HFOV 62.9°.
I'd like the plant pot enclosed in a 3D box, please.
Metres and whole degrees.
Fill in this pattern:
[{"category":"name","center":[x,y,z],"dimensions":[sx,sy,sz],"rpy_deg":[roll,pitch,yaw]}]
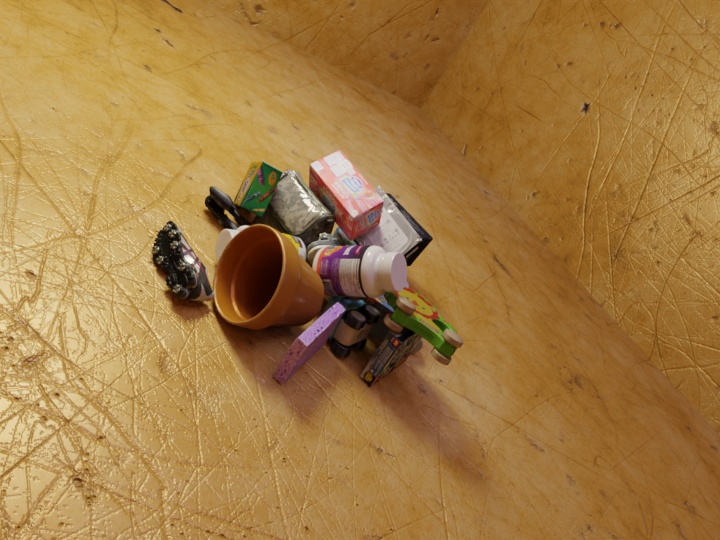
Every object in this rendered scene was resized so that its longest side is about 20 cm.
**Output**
[{"category":"plant pot","center":[-0.174,0.033,1.225],"dimensions":[0.182,0.200,0.202],"rpy_deg":[28,22,-51]}]

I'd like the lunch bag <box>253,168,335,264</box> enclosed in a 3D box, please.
[{"category":"lunch bag","center":[-0.164,-0.138,1.517],"dimensions":[0.138,0.169,0.201],"rpy_deg":[-3,45,-52]}]

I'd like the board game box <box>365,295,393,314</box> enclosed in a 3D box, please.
[{"category":"board game box","center":[0.073,0.076,1.451],"dimensions":[0.198,0.019,0.104],"rpy_deg":[36,25,-37]}]

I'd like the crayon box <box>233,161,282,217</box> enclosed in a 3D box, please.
[{"category":"crayon box","center":[-0.260,-0.206,1.477],"dimensions":[0.057,0.121,0.199],"rpy_deg":[25,0,-20]}]

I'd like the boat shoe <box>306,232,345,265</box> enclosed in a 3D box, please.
[{"category":"boat shoe","center":[-0.088,-0.056,1.439],"dimensions":[0.063,0.072,0.199],"rpy_deg":[59,17,12]}]

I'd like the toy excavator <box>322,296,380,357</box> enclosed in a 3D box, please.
[{"category":"toy excavator","center":[-0.047,0.089,1.395],"dimensions":[0.198,0.102,0.193],"rpy_deg":[38,23,22]}]

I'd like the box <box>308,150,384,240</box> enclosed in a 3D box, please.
[{"category":"box","center":[-0.039,-0.192,1.490],"dimensions":[0.101,0.096,0.201],"rpy_deg":[-29,65,-23]}]

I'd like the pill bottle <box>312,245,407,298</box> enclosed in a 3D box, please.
[{"category":"pill bottle","center":[0.000,0.002,1.301],"dimensions":[0.195,0.115,0.111],"rpy_deg":[1,9,30]}]

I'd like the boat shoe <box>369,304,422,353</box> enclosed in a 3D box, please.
[{"category":"boat shoe","center":[0.077,0.135,1.486],"dimensions":[0.197,0.073,0.066],"rpy_deg":[28,26,-21]}]

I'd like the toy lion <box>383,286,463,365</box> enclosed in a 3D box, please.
[{"category":"toy lion","center":[0.137,0.104,1.320],"dimensions":[0.197,0.070,0.192],"rpy_deg":[35,17,3]}]

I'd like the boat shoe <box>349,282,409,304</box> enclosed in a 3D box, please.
[{"category":"boat shoe","center":[0.043,0.080,1.541],"dimensions":[0.197,0.069,0.072],"rpy_deg":[-24,56,-38]}]

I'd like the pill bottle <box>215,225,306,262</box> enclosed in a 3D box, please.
[{"category":"pill bottle","center":[-0.227,-0.038,1.343],"dimensions":[0.197,0.110,0.110],"rpy_deg":[10,36,-43]}]

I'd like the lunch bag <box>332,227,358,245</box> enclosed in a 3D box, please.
[{"category":"lunch bag","center":[0.001,-0.022,1.633],"dimensions":[0.158,0.083,0.202],"rpy_deg":[12,35,-39]}]

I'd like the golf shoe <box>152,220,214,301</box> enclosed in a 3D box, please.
[{"category":"golf shoe","center":[-0.362,-0.013,1.198],"dimensions":[0.088,0.077,0.202],"rpy_deg":[35,20,-55]}]

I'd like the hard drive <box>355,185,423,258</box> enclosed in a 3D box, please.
[{"category":"hard drive","center":[0.053,-0.103,1.521],"dimensions":[0.202,0.138,0.038],"rpy_deg":[54,2,24]}]

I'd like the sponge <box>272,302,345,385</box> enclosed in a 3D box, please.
[{"category":"sponge","center":[-0.100,0.145,1.202],"dimensions":[0.030,0.113,0.200],"rpy_deg":[36,26,8]}]

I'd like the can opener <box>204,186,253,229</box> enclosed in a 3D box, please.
[{"category":"can opener","center":[-0.305,-0.117,1.438],"dimensions":[0.201,0.063,0.079],"rpy_deg":[48,-1,0]}]

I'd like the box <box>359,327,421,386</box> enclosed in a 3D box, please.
[{"category":"box","center":[0.088,0.177,1.356],"dimensions":[0.040,0.138,0.199],"rpy_deg":[40,26,16]}]

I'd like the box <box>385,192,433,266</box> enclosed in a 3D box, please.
[{"category":"box","center":[0.075,-0.116,1.667],"dimensions":[0.197,0.118,0.198],"rpy_deg":[47,23,18]}]
